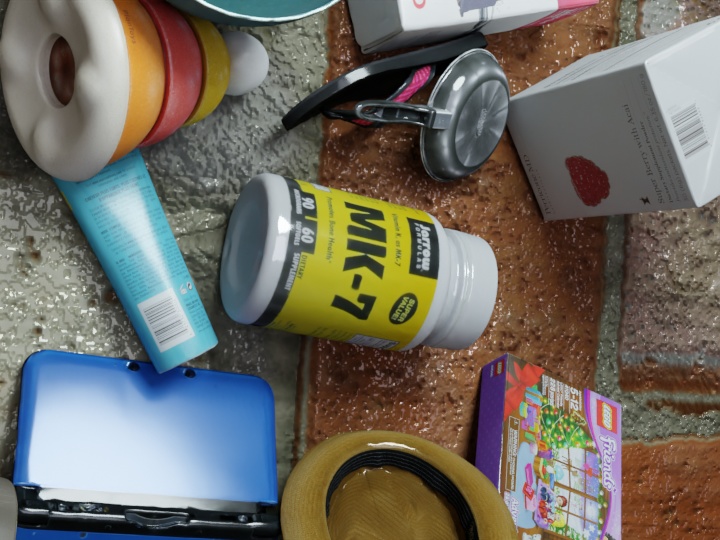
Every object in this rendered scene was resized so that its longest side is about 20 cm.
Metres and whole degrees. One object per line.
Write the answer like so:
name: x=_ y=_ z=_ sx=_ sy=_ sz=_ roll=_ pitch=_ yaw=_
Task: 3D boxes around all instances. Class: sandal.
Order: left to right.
sandal: x=0.029 y=-0.146 z=0.856 sx=0.198 sy=0.075 sz=0.046 roll=-23 pitch=91 yaw=-26

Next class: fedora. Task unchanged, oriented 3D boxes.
fedora: x=0.025 y=0.216 z=0.807 sx=0.198 sy=0.201 sz=0.082 roll=-6 pitch=133 yaw=-25

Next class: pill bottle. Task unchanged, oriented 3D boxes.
pill bottle: x=0.000 y=0.000 z=0.821 sx=0.198 sy=0.114 sz=0.116 roll=11 pitch=85 yaw=-25

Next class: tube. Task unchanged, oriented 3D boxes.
tube: x=-0.170 y=-0.025 z=0.780 sx=0.077 sy=0.050 sz=0.202 roll=-27 pitch=95 yaw=-35

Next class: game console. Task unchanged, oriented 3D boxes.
game console: x=-0.169 y=0.173 z=0.793 sx=0.198 sy=0.119 sz=0.172 roll=10 pitch=116 yaw=-24

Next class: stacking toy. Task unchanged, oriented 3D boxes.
stacking toy: x=-0.143 y=-0.144 z=0.759 sx=0.199 sy=0.145 sz=0.148 roll=-11 pitch=95 yaw=-46

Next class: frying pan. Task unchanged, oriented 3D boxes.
frying pan: x=0.073 y=-0.138 z=0.852 sx=0.190 sy=0.031 sz=0.116 roll=29 pitch=88 yaw=-57

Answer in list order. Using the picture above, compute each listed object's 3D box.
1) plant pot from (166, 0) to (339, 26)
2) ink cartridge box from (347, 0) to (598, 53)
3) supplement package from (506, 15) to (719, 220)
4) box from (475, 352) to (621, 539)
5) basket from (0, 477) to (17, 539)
plant pot: x=-0.093 y=-0.258 z=0.714 sx=0.198 sy=0.134 sz=0.203 roll=0 pitch=91 yaw=-25
ink cartridge box: x=0.087 y=-0.274 z=0.878 sx=0.198 sy=0.084 sz=0.147 roll=-14 pitch=95 yaw=-25
supplement package: x=0.233 y=-0.123 z=0.883 sx=0.119 sy=0.200 sz=0.122 roll=-29 pitch=101 yaw=-23
box: x=0.161 y=0.187 z=0.894 sx=0.136 sy=0.039 sz=0.202 roll=24 pitch=55 yaw=-24
basket: x=-0.331 y=0.172 z=0.655 sx=0.198 sy=0.136 sz=0.182 roll=18 pitch=110 yaw=-29
